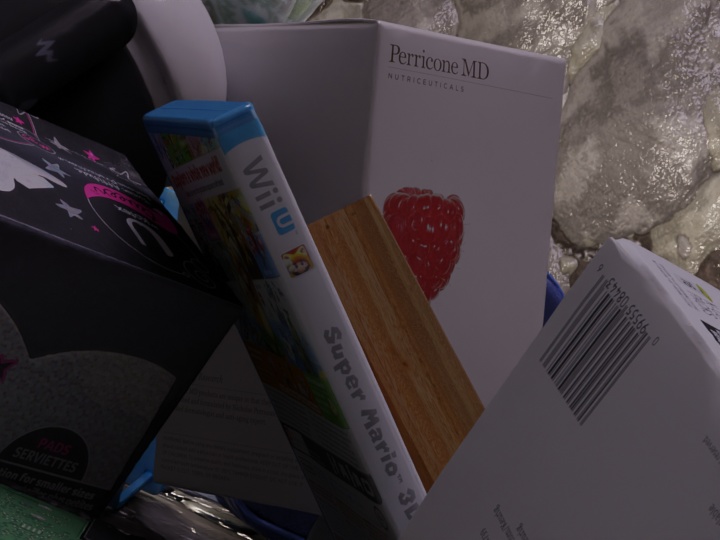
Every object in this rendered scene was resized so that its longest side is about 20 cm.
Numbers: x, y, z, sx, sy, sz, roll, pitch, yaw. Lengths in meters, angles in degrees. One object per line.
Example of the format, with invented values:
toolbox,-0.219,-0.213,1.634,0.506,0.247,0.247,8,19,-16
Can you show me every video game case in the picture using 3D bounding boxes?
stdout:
video game case,-0.017,0.035,0.831,0.201,0.018,0.143,66,-10,-10

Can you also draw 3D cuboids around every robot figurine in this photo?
robot figurine,-0.148,-0.060,0.967,0.150,0.200,0.125,28,-37,44

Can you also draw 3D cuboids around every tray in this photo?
tray,0.030,0.080,0.849,0.201,0.037,0.099,61,-11,9

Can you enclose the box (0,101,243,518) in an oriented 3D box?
box,-0.166,0.008,0.823,0.199,0.132,0.115,23,18,-41

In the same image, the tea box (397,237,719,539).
tea box,0.140,0.121,0.688,0.196,0.134,0.200,28,16,-24

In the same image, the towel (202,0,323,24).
towel,-0.134,-0.123,1.073,0.199,0.048,0.171,20,-41,-23

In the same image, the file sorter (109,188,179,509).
file sorter,-0.167,0.008,1.116,0.199,0.140,0.123,23,4,4

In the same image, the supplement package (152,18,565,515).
supplement package,0.000,0.000,1.030,0.121,0.202,0.119,5,-1,-44

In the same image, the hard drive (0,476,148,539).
hard drive,-0.045,0.122,0.740,0.199,0.038,0.140,24,1,-3

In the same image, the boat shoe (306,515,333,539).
boat shoe,0.057,0.141,1.012,0.071,0.073,0.200,17,3,-37

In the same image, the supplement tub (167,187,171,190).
supplement tub,-0.215,-0.027,1.606,0.199,0.141,0.140,24,1,42

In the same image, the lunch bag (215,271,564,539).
lunch bag,0.011,0.048,1.190,0.135,0.201,0.132,26,0,-22
